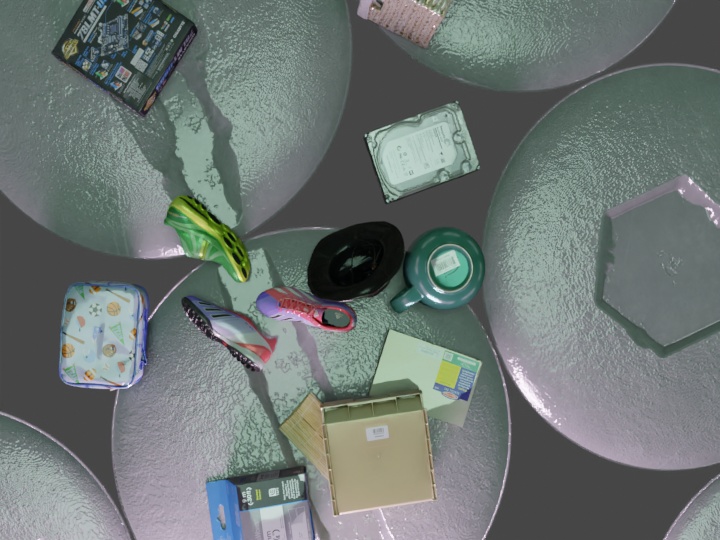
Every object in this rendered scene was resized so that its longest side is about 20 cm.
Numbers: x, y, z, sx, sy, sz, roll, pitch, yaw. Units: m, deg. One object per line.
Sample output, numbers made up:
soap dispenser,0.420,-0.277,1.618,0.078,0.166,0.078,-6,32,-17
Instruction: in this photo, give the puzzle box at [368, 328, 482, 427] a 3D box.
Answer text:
puzzle box,0.126,0.208,1.357,0.196,0.025,0.136,19,88,-3

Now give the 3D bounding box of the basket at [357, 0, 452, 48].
basket,0.106,-0.546,1.274,0.158,0.198,0.203,28,88,-5

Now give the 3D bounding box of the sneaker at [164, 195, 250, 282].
sneaker,-0.286,-0.051,1.320,0.083,0.074,0.200,-42,96,22

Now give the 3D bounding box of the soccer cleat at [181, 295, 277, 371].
soccer cleat,-0.249,0.104,1.323,0.199,0.068,0.074,38,64,1

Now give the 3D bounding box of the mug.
mug,0.153,0.011,1.314,0.149,0.114,0.189,20,88,-3

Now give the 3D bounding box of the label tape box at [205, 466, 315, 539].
label tape box,-0.190,0.463,1.318,0.195,0.063,0.148,-8,90,-4

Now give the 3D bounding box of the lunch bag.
lunch bag,-0.470,0.122,1.299,0.156,0.076,0.206,3,89,-6

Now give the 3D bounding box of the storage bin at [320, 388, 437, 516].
storage bin,0.031,0.331,1.298,0.195,0.094,0.204,-8,93,-1

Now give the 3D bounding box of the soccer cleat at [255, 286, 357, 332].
soccer cleat,-0.101,0.074,1.318,0.195,0.076,0.068,14,89,-4

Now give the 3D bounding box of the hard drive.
hard drive,0.118,-0.228,1.353,0.196,0.038,0.143,-19,91,-4

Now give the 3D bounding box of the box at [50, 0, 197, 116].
box,-0.441,-0.430,1.315,0.196,0.050,0.203,32,88,-2

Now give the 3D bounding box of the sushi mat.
sushi mat,-0.059,0.339,1.351,0.096,0.012,0.200,-44,93,-4

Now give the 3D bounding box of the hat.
hat,0.000,0.000,1.317,0.196,0.081,0.204,-14,49,16
